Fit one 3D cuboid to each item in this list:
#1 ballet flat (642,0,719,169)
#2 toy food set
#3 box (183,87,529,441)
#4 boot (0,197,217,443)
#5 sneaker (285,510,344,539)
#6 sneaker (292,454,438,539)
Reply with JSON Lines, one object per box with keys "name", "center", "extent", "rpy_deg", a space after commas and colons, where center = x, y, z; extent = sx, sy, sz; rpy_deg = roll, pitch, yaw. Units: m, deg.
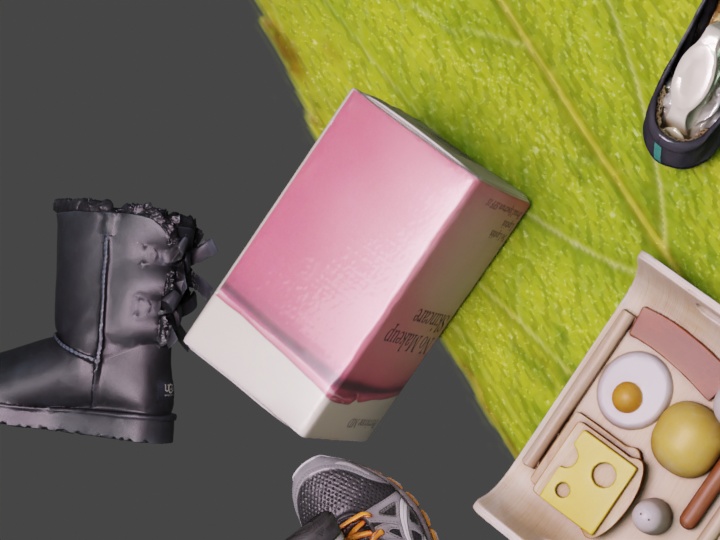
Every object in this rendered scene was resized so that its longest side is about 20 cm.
{"name": "ballet flat", "center": [0.239, -0.155, 1.381], "extent": [0.073, 0.073, 0.201], "rpy_deg": [32, 95, 21]}
{"name": "toy food set", "center": [0.179, 0.110, 1.378], "extent": [0.143, 0.060, 0.201], "rpy_deg": [36, 96, 20]}
{"name": "box", "center": [0.000, 0.000, 1.421], "extent": [0.109, 0.128, 0.201], "rpy_deg": [37, 98, 19]}
{"name": "boot", "center": [-0.203, 0.031, 1.524], "extent": [0.197, 0.073, 0.164], "rpy_deg": [5, 88, 14]}
{"name": "sneaker", "center": [-0.030, 0.241, 1.406], "extent": [0.115, 0.076, 0.201], "rpy_deg": [45, 140, 12]}
{"name": "sneaker", "center": [0.018, 0.202, 1.420], "extent": [0.078, 0.077, 0.200], "rpy_deg": [-42, 71, 13]}
